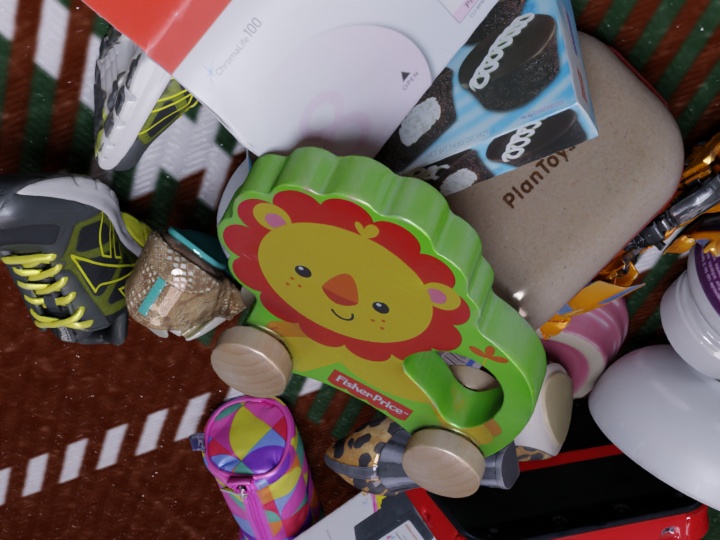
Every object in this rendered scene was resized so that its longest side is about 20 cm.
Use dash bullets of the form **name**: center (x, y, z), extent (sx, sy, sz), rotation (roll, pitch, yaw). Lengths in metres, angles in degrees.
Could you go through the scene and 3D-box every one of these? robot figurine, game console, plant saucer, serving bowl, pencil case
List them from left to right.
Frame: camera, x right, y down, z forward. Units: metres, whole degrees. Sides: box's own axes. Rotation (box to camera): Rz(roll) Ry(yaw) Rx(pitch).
- **pencil case**: center (-0.081, 0.181, 1.308), extent (0.087, 0.089, 0.201), rotation (-9, 148, 4)
- **plant saucer**: center (0.109, 0.063, 1.187), extent (0.198, 0.051, 0.201), rotation (-5, 148, -3)
- **game console**: center (0.132, 0.152, 1.114), extent (0.198, 0.177, 0.031), rotation (-6, 114, -20)
- **robot figurine**: center (0.188, -0.031, 0.994), extent (0.058, 0.145, 0.199), rotation (53, 136, -6)
- **serving bowl**: center (0.271, 0.108, 1.143), extent (0.198, 0.200, 0.066), rotation (13, 111, -27)

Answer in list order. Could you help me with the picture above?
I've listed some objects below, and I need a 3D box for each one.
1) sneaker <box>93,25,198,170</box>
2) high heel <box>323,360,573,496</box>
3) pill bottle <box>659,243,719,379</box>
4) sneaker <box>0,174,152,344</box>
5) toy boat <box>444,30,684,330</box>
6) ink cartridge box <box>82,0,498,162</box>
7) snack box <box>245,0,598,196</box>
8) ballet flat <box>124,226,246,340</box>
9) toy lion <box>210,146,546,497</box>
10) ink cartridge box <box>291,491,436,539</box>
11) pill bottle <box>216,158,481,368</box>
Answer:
- **sneaker**: center (-0.089, -0.116, 0.852), extent (0.084, 0.075, 0.200), rotation (11, 144, -26)
- **high heel**: center (0.068, 0.105, 1.108), extent (0.141, 0.072, 0.200), rotation (-2, -167, 26)
- **pill bottle**: center (0.292, -0.009, 1.051), extent (0.111, 0.113, 0.200), rotation (11, 144, -25)
- **sneaker**: center (-0.176, -0.004, 0.938), extent (0.074, 0.086, 0.200), rotation (0, 168, 17)
- **toy boat**: center (0.091, -0.041, 0.930), extent (0.200, 0.131, 0.131), rotation (-43, 175, -5)
- **ink cartridge box**: center (-0.029, -0.144, 0.771), extent (0.163, 0.057, 0.200), rotation (-51, 141, 2)
- **snack box**: center (0.027, -0.094, 0.867), extent (0.198, 0.117, 0.037), rotation (-21, 145, 21)
- **ballet flat**: center (-0.111, 0.011, 0.986), extent (0.066, 0.070, 0.200), rotation (-53, 171, 2)
- **toy lion**: center (0.013, 0.021, 0.825), extent (0.199, 0.069, 0.192), rotation (29, 145, -5)
- **ink cartridge box**: center (0.054, 0.208, 1.300), extent (0.199, 0.083, 0.145), rotation (-38, 163, 25)
- **pill bottle**: center (0.000, 0.000, 1.011), extent (0.113, 0.115, 0.200), rotation (-21, 144, 22)
